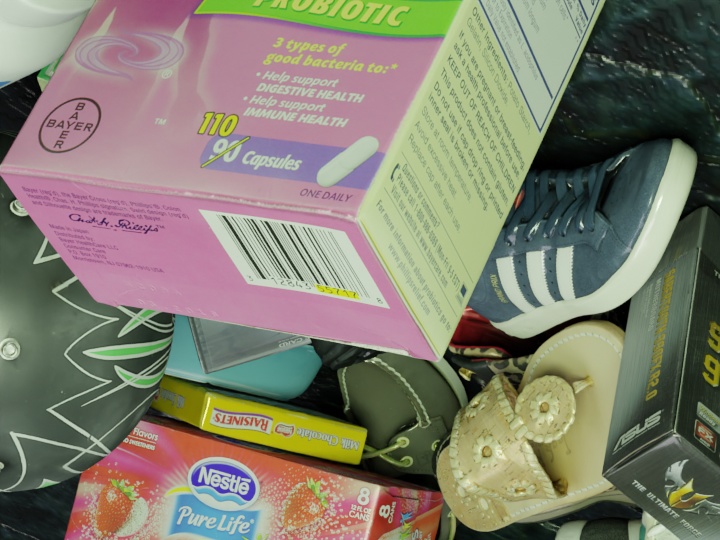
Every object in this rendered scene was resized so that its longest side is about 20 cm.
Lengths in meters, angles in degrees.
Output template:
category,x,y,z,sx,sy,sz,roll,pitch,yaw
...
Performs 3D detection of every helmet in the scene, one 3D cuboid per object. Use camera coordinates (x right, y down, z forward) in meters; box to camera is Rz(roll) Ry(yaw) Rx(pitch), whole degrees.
category,x,y,z,sx,sy,sz,roll,pitch,yaw
helmet,-0.185,0.020,1.148,0.189,0.201,0.201,10,149,20

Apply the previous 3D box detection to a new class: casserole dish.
category,x,y,z,sx,sy,sz,roll,pitch,yaw
casserole dish,-0.110,0.040,1.331,0.199,0.039,0.121,17,177,-40

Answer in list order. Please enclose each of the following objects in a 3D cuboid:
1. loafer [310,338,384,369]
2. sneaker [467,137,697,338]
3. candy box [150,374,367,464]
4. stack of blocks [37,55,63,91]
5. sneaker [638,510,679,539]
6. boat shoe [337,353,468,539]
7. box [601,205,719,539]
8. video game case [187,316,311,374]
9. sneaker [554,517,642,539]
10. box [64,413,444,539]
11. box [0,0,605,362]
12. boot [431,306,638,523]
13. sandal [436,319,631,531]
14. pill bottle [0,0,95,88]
category,x,y,z,sx,sy,sz,roll,pitch,yaw
loafer,0.000,0.000,1.137,0.201,0.068,0.071,93,152,-76
sneaker,0.085,-0.023,1.093,0.084,0.075,0.200,29,153,-12
candy box,-0.077,0.084,1.380,0.101,0.027,0.200,12,179,-20
stack of blocks,-0.089,-0.050,1.218,0.114,0.059,0.201,18,152,17
sneaker,0.158,0.107,1.128,0.070,0.201,0.094,-8,132,41
boat shoe,0.028,0.102,1.380,0.072,0.061,0.202,11,150,27
box,0.207,0.088,1.077,0.200,0.159,0.048,40,129,-18
video game case,-0.027,-0.020,1.169,0.142,0.019,0.201,-16,148,-5
sneaker,0.194,0.177,1.318,0.111,0.074,0.200,-8,169,23
box,-0.064,0.152,1.331,0.199,0.101,0.095,13,178,27
box,-0.019,-0.082,0.943,0.175,0.201,0.097,9,148,31
boot,0.095,0.071,1.254,0.199,0.074,0.151,-3,141,42
sandal,0.073,0.097,1.149,0.078,0.069,0.212,60,152,10
pill bottle,-0.195,-0.139,1.097,0.112,0.113,0.199,39,150,-24
